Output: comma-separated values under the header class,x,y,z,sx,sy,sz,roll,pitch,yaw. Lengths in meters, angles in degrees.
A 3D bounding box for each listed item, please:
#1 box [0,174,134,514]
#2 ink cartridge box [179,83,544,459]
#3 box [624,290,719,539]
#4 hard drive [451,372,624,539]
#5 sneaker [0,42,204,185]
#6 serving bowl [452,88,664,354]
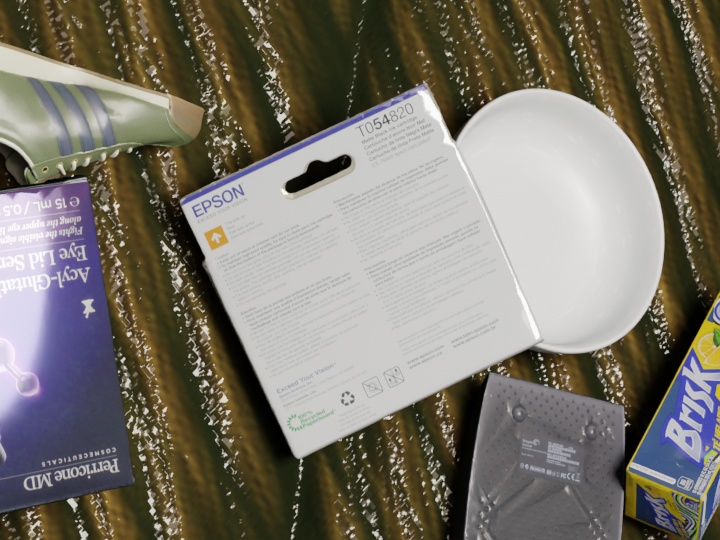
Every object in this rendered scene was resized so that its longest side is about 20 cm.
class,x,y,z,sx,sy,sz,roll,pitch,yaw
box,-0.239,0.051,1.309,0.147,0.104,0.202,-11,93,-29
ink cartridge box,0.000,0.000,1.456,0.198,0.041,0.201,-24,94,-4
box,0.270,0.104,1.587,0.064,0.070,0.201,20,58,20
hard drive,0.127,0.186,1.527,0.134,0.042,0.202,15,72,-25
sneaker,-0.206,-0.094,1.402,0.199,0.067,0.091,15,87,-30
serving bowl,0.131,-0.032,1.561,0.199,0.066,0.202,8,75,-28
